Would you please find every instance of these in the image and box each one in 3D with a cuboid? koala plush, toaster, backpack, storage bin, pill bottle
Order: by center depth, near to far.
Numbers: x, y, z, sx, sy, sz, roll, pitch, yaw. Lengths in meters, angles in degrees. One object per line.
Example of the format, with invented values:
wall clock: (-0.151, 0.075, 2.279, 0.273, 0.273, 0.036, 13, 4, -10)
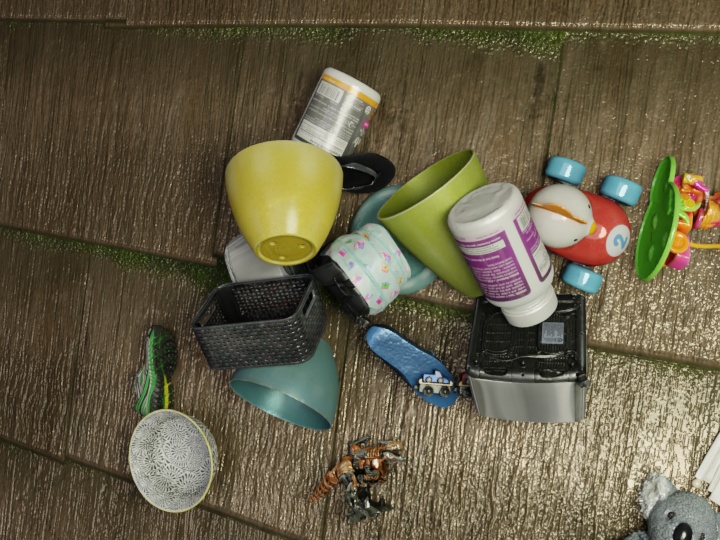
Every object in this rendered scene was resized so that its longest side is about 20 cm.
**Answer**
pill bottle: (0.215, -0.018, 0.935, 0.112, 0.113, 0.201, -22, 116, 19)
koala plush: (0.465, 0.420, 0.958, 0.176, 0.184, 0.201, 24, 78, 31)
toaster: (0.265, 0.137, 0.997, 0.179, 0.201, 0.119, -2, 130, 20)
backpack: (0.000, 0.000, 1.057, 0.127, 0.200, 0.167, -44, 93, -9)
storage bin: (-0.170, 0.089, 1.094, 0.198, 0.136, 0.094, -8, 120, 18)
pill bottle: (-0.055, -0.252, 1.157, 0.116, 0.116, 0.201, 31, 102, 18)
toaster: (-0.167, 0.000, 1.206, 0.128, 0.113, 0.202, -24, 84, 23)

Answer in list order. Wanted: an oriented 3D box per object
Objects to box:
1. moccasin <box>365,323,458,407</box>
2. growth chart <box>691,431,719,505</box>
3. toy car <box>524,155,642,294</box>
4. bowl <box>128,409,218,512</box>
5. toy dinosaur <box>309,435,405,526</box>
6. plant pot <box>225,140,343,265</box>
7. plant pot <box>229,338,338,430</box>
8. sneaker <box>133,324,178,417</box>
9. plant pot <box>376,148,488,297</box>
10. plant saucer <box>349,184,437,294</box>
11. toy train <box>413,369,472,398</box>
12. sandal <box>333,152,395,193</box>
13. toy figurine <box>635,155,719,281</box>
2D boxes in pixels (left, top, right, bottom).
moccasin: (0.095, 0.157, 1.124, 0.080, 0.068, 0.200, -44, 99, 2)
growth chart: (0.612, 0.327, 0.957, 0.199, 0.018, 0.145, 37, 102, 17)
toy car: (0.322, -0.074, 0.969, 0.176, 0.200, 0.186, 24, 99, 19)
bowl: (-0.359, 0.372, 1.289, 0.199, 0.094, 0.203, 0, 90, 20)
toy dinosaur: (-0.001, 0.385, 1.170, 0.200, 0.102, 0.137, -40, 61, 35)
plant pot: (-0.123, -0.093, 1.047, 0.198, 0.200, 0.143, -15, 61, 20)
plant pot: (-0.120, 0.186, 1.162, 0.198, 0.201, 0.136, 13, 63, 20)
sneaker: (-0.438, 0.212, 1.327, 0.084, 0.078, 0.202, 8, 94, 21)
plant pot: (0.157, -0.061, 1.046, 0.186, 0.187, 0.201, -31, 106, 18)
plant saucer: (0.066, -0.057, 1.160, 0.198, 0.027, 0.202, 0, 91, 20)
toy train: (0.188, 0.193, 1.079, 0.198, 0.034, 0.046, 3, 81, -2)
sandal: (-0.025, -0.167, 1.121, 0.043, 0.198, 0.077, 55, 137, 46)
toy figurine: (0.531, -0.061, 0.949, 0.182, 0.150, 0.202, 13, 70, 7)
